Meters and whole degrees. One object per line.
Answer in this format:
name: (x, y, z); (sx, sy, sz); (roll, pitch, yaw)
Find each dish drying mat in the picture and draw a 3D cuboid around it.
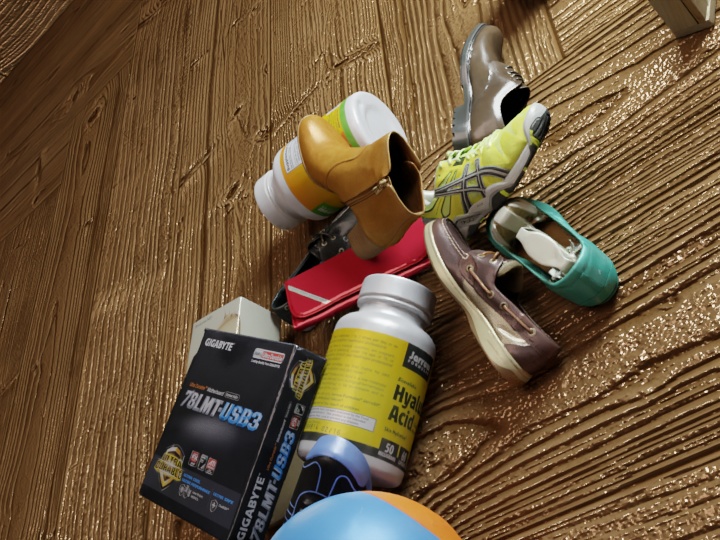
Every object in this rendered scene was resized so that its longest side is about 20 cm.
dish drying mat: (0.000, 0.000, 1.032); (0.199, 0.018, 0.077); (-27, 50, 16)

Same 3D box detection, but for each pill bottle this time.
pill bottle: (-0.044, -0.135, 1.146); (0.200, 0.111, 0.111); (-32, 43, 32)
pill bottle: (0.014, 0.110, 0.897); (0.111, 0.111, 0.201); (-6, 61, 48)

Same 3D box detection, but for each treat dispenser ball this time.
treat dispenser ball: (0.005, 0.282, 0.705); (0.200, 0.201, 0.202); (-29, 44, 34)

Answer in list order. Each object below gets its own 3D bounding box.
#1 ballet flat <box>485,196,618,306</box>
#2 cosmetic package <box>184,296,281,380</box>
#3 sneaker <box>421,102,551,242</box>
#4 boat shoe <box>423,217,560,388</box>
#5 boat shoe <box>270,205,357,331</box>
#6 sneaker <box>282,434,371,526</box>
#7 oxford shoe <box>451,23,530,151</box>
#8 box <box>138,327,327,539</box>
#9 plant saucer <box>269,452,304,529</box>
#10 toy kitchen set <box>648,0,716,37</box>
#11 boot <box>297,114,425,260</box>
ballet flat: (0.171, -0.034, 0.854); (0.067, 0.070, 0.200); (-53, 36, 7)
cosmetic package: (-0.160, 0.146, 1.065); (0.103, 0.073, 0.201); (-30, 45, 34)
sneaker: (0.119, -0.099, 0.898); (0.200, 0.076, 0.075); (-52, -1, 41)
boat shoe: (0.130, 0.016, 0.855); (0.072, 0.072, 0.200); (-40, 51, 18)
boat shoe: (-0.041, -0.017, 1.103); (0.201, 0.057, 0.069); (-59, 35, 0)
sneaker: (-0.040, 0.246, 0.821); (0.078, 0.070, 0.201); (-52, -23, -52)
oxford shoe: (0.159, -0.209, 1.011); (0.084, 0.073, 0.201); (-10, 58, 26)
box: (-0.138, 0.167, 0.919); (0.200, 0.050, 0.199); (5, 72, 52)
plant saucer: (-0.093, 0.206, 1.024); (0.200, 0.029, 0.201); (-29, 46, 34)
toy kitchen set: (0.343, -0.370, 0.817); (0.180, 0.163, 0.201); (-12, 56, 45)
boot: (0.005, -0.122, 0.979); (0.202, 0.071, 0.144); (65, 147, 14)
